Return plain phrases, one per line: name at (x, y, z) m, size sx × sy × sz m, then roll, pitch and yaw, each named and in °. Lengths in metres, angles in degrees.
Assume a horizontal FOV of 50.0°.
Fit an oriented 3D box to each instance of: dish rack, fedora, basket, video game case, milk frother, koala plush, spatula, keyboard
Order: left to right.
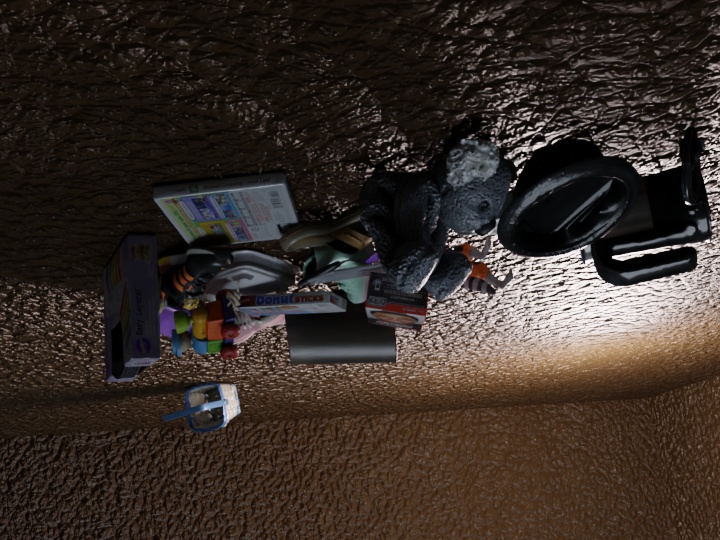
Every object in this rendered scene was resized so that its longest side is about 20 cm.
basket at (-0.462, 0.407, 2.291) m, size 0.174 × 0.143 × 0.198 m, roll -17°, pitch 168°, yaw 34°
video game case at (-0.183, -0.083, 1.114) m, size 0.177 × 0.023 × 0.200 m, roll -6°, pitch 162°, yaw 1°
dish rack at (-0.222, 0.023, 1.382) m, size 0.197 × 0.045 × 0.170 m, roll -16°, pitch 160°, yaw 31°
basket at (-0.042, 0.107, 1.454) m, size 0.195 × 0.182 × 0.138 m, roll -8°, pitch 133°, yaw -6°
spatula at (-0.019, -0.010, 1.198) m, size 0.197 × 0.021 × 0.056 m, roll -20°, pitch 176°, yaw 28°
keyboard at (0.000, 0.000, 1.200) m, size 0.056 × 0.011 × 0.198 m, roll -27°, pitch 169°, yaw 36°
koala plush at (0.113, -0.093, 1.012) m, size 0.199 × 0.186 × 0.176 m, roll -37°, pitch 160°, yaw 20°
fedora at (0.269, -0.105, 1.036) m, size 0.195 × 0.093 × 0.202 m, roll -7°, pitch 145°, yaw -5°
milk frother at (0.394, -0.102, 1.097) m, size 0.184 × 0.182 × 0.203 m, roll -12°, pitch 118°, yaw 17°

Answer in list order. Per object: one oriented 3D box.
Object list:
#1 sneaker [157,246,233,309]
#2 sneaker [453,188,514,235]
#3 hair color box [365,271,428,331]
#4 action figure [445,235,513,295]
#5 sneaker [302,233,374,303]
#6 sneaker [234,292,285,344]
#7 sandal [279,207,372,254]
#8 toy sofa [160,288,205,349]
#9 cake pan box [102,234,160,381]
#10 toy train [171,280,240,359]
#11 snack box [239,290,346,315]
sneaker at (-0.259, 0.015, 1.224) m, size 0.069 × 0.093 × 0.198 m, roll 2°, pitch 173°, yaw -40°
sneaker at (0.232, -0.089, 1.156) m, size 0.196 × 0.072 × 0.080 m, roll -2°, pitch 178°, yaw 28°
hair color box at (0.061, 0.055, 1.288) m, size 0.099 × 0.063 × 0.200 m, roll 8°, pitch 169°, yaw 4°
action figure at (0.133, -0.012, 1.275) m, size 0.190 × 0.107 × 0.199 m, roll -4°, pitch 161°, yaw 32°
sneaker at (-0.043, 0.000, 1.313) m, size 0.115 × 0.075 × 0.202 m, roll -10°, pitch 152°, yaw -8°
sneaker at (-0.224, 0.088, 1.519) m, size 0.196 × 0.077 × 0.105 m, roll -18°, pitch 164°, yaw 12°
sandal at (-0.025, -0.051, 1.179) m, size 0.195 × 0.055 × 0.081 m, roll -15°, pitch 163°, yaw -12°
toy sofa at (-0.331, 0.087, 1.398) m, size 0.097 × 0.084 × 0.200 m, roll 34°, pitch 176°, yaw 19°
cake pan box at (-0.364, 0.068, 1.223) m, size 0.051 × 0.205 × 0.183 m, roll 2°, pitch 163°, yaw -28°
toy train at (-0.262, 0.076, 1.292) m, size 0.113 × 0.086 × 0.202 m, roll -7°, pitch 147°, yaw -16°
snack box at (-0.126, 0.059, 1.364) m, size 0.195 × 0.025 × 0.072 m, roll -4°, pitch 165°, yaw 24°
